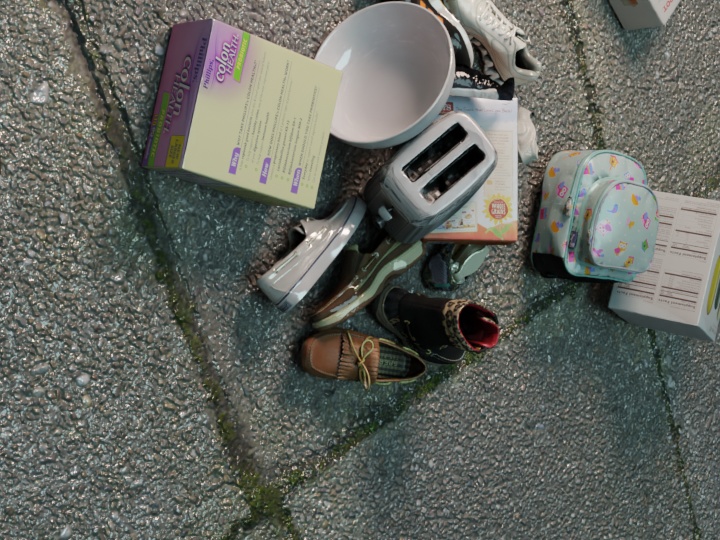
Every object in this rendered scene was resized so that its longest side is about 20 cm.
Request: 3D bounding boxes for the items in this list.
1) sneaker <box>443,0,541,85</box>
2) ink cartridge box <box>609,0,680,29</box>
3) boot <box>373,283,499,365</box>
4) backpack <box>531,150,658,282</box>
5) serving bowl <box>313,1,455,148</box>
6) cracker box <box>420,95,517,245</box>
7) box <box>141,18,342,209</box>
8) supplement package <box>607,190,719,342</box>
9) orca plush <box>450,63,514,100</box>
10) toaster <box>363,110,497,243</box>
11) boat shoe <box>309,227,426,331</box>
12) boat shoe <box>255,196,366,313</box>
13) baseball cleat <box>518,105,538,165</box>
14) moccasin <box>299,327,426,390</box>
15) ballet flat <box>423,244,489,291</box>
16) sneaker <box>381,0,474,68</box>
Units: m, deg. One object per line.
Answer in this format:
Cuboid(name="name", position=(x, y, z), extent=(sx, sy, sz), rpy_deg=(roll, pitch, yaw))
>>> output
Cuboid(name="sneaker", position=(0.192, -0.345, 1.688), extent=(0.200, 0.081, 0.075), rpy_deg=(48, 67, -30))
Cuboid(name="ink cartridge box", position=(0.444, -0.509, 1.876), extent=(0.146, 0.083, 0.200), rpy_deg=(-54, 124, -22))
Cuboid(name="boot", position=(0.126, 0.085, 1.627), extent=(0.200, 0.150, 0.074), rpy_deg=(42, 66, -41))
Cuboid(name="backpack", position=(0.362, -0.087, 1.804), extent=(0.174, 0.153, 0.202), rpy_deg=(7, 84, -34))
Cuboid(name="serving bowl", position=(0.034, -0.241, 1.508), extent=(0.066, 0.199, 0.202), rpy_deg=(40, 68, -59))
Cuboid(name="cracker box", position=(0.149, -0.138, 1.632), extent=(0.132, 0.058, 0.202), rpy_deg=(2, 85, -5))
Cuboid(name="box", position=(-0.140, -0.183, 1.419), extent=(0.199, 0.096, 0.178), rpy_deg=(15, 86, -40))
Cuboid(name="supplement package", position=(0.513, -0.007, 1.915), extent=(0.152, 0.149, 0.202), rpy_deg=(27, 77, -60))
Cuboid(name="orca plush", position=(0.109, -0.272, 1.573), extent=(0.105, 0.198, 0.072), rpy_deg=(-23, 121, -69))
Cuboid(name="toaster", position=(0.100, -0.128, 1.532), extent=(0.199, 0.129, 0.114), rpy_deg=(-39, 90, -8))
Cuboid(name="boat shoe", position=(-0.003, 0.001, 1.578), extent=(0.202, 0.075, 0.075), rpy_deg=(-40, 99, -32))
Cuboid(name="boat shoe", position=(-0.064, -0.035, 1.519), extent=(0.066, 0.072, 0.200), rpy_deg=(42, 62, -9))
Cuboid(name="baseball cleat", position=(0.193, -0.153, 1.690), extent=(0.202, 0.106, 0.070), rpy_deg=(-67, 158, -12))
Cuboid(name="moccasin", position=(0.005, 0.122, 1.582), extent=(0.200, 0.077, 0.074), rpy_deg=(18, 83, -39))
Cuboid(name="ballet flat", position=(0.170, -0.045, 1.708), extent=(0.201, 0.072, 0.072), rpy_deg=(-52, 123, -23))
Cuboid(name="sneaker", position=(0.076, -0.336, 1.605), extent=(0.090, 0.070, 0.201), rpy_deg=(-44, 116, -20))
